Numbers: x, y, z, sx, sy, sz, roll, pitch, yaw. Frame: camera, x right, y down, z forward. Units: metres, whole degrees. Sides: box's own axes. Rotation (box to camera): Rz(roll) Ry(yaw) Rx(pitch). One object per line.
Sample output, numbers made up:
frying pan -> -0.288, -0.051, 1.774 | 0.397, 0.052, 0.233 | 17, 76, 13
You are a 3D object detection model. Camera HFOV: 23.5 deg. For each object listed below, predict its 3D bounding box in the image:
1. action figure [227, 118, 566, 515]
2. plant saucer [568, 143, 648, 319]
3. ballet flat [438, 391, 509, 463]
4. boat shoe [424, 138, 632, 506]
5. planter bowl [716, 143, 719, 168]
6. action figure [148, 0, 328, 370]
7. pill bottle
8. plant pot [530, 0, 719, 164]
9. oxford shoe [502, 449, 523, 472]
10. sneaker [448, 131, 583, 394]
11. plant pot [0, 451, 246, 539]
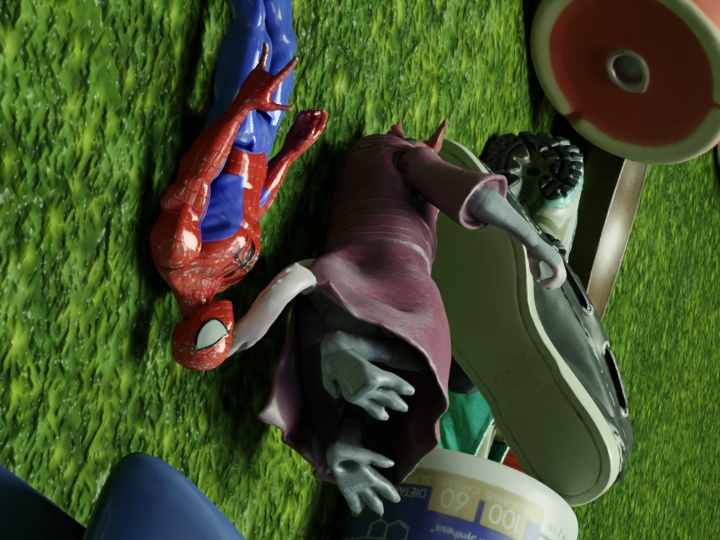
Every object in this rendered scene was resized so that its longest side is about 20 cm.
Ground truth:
action figure -> 0.000, 0.000, 0.775 | 0.148, 0.134, 0.201 | 30, 45, -24
plant saucer -> 0.170, -0.032, 1.231 | 0.200, 0.032, 0.202 | 16, 90, -77
ballet flat -> 0.059, 0.137, 0.978 | 0.067, 0.070, 0.201 | 62, 41, -58
boat shoe -> 0.087, 0.021, 0.899 | 0.066, 0.074, 0.200 | -17, 73, -54
planter bowl -> 0.456, -0.158, 1.844 | 0.200, 0.134, 0.202 | 8, 90, -69
action figure -> -0.042, -0.060, 0.664 | 0.065, 0.051, 0.202 | 39, 63, -71
pill bottle -> 0.029, 0.200, 0.848 | 0.120, 0.119, 0.201 | 63, 39, -57
plant pot -> 0.210, -0.175, 1.118 | 0.178, 0.199, 0.202 | -49, 144, -37
oxford shoe -> 0.097, 0.110, 1.078 | 0.073, 0.071, 0.201 | 88, 24, -78
sneaker -> 0.091, 0.010, 1.008 | 0.201, 0.077, 0.087 | -61, 155, -44
plant pot -> -0.101, 0.140, 0.388 | 0.200, 0.178, 0.201 | 65, 38, -58
